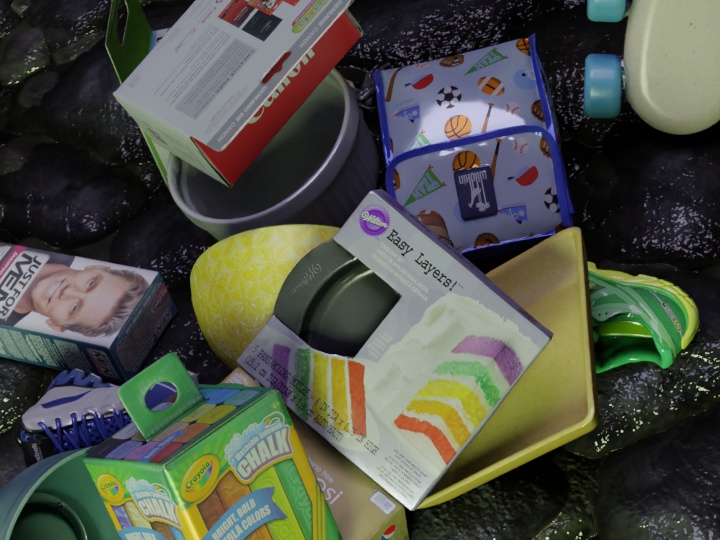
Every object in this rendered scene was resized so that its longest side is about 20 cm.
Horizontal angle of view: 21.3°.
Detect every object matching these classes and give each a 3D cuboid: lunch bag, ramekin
[{"bbox_3d":[0.108,-0.104,1.794,0.169,0.124,0.201,-12,59,10],"label":"lunch bag"},{"bbox_3d":[-0.075,-0.098,1.841,0.199,0.105,0.201,-17,50,21],"label":"ramekin"}]

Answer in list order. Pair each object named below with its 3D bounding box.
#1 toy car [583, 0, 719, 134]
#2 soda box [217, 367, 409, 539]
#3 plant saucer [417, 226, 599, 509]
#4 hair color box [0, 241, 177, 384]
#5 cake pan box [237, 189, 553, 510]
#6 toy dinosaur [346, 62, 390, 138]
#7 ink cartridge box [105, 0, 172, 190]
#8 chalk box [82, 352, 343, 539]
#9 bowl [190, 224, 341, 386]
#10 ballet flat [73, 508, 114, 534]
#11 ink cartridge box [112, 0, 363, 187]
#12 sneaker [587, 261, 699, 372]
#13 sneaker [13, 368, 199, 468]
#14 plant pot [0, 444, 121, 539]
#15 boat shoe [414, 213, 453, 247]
[{"bbox_3d":[0.309,-0.236,1.847,0.183,0.178,0.200,2,18,5],"label":"toy car"},{"bbox_3d":[-0.053,0.172,1.588,0.064,0.068,0.200,-41,61,-20],"label":"soda box"},{"bbox_3d":[0.125,0.089,1.596,0.199,0.048,0.201,-31,41,34],"label":"plant saucer"},{"bbox_3d":[-0.288,0.039,1.844,0.199,0.061,0.100,10,52,28],"label":"hair color box"},{"bbox_3d":[0.026,0.061,1.546,0.200,0.052,0.184,41,96,7],"label":"cake pan box"},{"bbox_3d":[-0.001,-0.178,1.959,0.088,0.048,0.201,-26,40,4],"label":"toy dinosaur"},{"bbox_3d":[-0.186,-0.204,1.939,0.075,0.201,0.148,-9,45,12],"label":"ink cartridge box"},{"bbox_3d":[-0.120,0.165,1.486,0.125,0.201,0.124,-34,20,-34],"label":"chalk box"},{"bbox_3d":[-0.051,0.056,1.656,0.199,0.200,0.108,-7,60,14],"label":"bowl"},{"bbox_3d":[-0.155,0.194,1.660,0.198,0.057,0.067,-8,42,4],"label":"ballet flat"},{"bbox_3d":[-0.102,-0.187,1.793,0.200,0.084,0.175,-50,46,-10],"label":"ink cartridge box"},{"bbox_3d":[0.189,0.039,1.651,0.199,0.074,0.084,7,46,26],"label":"sneaker"},{"bbox_3d":[-0.231,0.144,1.675,0.198,0.081,0.115,-4,23,38],"label":"sneaker"},{"bbox_3d":[-0.237,0.240,1.554,0.134,0.201,0.201,-4,41,50],"label":"plant pot"},{"bbox_3d":[0.000,0.000,1.739,0.199,0.076,0.072,-15,57,26],"label":"boat shoe"}]
